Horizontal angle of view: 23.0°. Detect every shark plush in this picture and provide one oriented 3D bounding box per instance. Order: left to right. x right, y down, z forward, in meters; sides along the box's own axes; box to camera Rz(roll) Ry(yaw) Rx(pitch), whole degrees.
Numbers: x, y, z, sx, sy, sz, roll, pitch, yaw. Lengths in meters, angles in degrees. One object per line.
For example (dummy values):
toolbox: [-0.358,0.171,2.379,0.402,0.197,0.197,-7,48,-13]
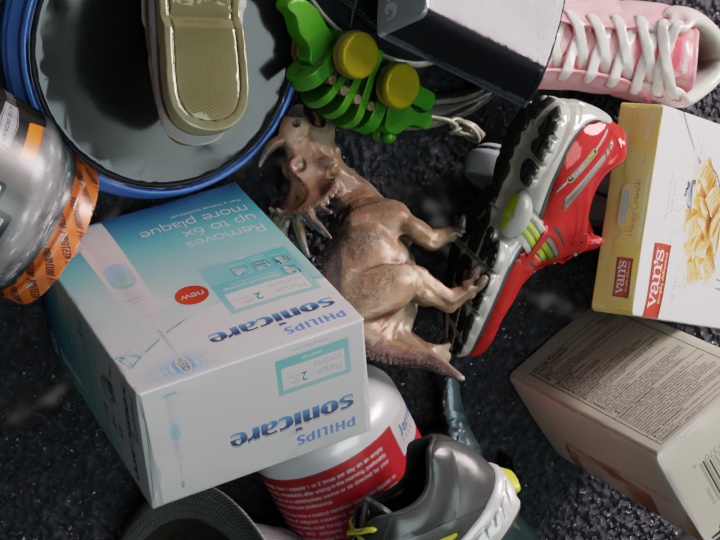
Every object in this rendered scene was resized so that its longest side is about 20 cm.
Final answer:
shark plush: [0.086,0.167,1.309,0.083,0.091,0.201,-33,98,-40]

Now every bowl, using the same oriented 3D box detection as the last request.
bowl: [-0.130,-0.144,1.132,0.199,0.039,0.203,-6,104,-23]

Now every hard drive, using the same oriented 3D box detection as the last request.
hard drive: [0.082,-0.221,1.150,0.134,0.042,0.202,22,64,-28]

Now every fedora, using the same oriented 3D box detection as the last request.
fedora: [-0.088,0.233,1.180,0.090,0.177,0.201,-4,128,-51]

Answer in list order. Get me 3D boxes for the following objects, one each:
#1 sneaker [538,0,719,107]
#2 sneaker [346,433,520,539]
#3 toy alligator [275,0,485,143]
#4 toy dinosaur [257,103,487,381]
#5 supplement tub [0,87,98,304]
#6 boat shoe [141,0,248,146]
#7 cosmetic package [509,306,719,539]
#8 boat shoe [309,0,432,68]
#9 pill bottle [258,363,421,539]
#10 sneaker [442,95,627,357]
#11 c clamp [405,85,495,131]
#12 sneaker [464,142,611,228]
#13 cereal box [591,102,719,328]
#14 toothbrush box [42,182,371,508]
sneaker: [0.170,-0.156,1.216,0.199,0.104,0.076,2,99,-35]
sneaker: [0.015,0.191,1.140,0.085,0.074,0.201,41,78,-19]
toy alligator: [0.009,-0.111,1.163,0.199,0.059,0.055,32,81,-40]
toy dinosaur: [0.000,0.000,1.160,0.134,0.202,0.086,4,145,-30]
supplement tub: [-0.262,-0.067,1.041,0.199,0.122,0.123,31,88,-28]
boat shoe: [-0.103,-0.176,1.076,0.074,0.068,0.202,8,77,-21]
cosmetic package: [0.207,0.102,1.255,0.103,0.200,0.088,-38,115,-11]
boat shoe: [-0.008,-0.210,1.144,0.200,0.062,0.075,47,70,-17]
pill bottle: [-0.008,0.138,1.211,0.112,0.112,0.201,-33,113,-15]
sneaker: [0.119,-0.019,1.187,0.084,0.077,0.201,15,119,-22]
c clamp: [0.069,-0.196,1.219,0.169,0.027,0.202,-2,102,-25]
sneaker: [0.159,-0.073,1.272,0.199,0.073,0.072,13,87,-36]
cereal box: [0.238,-0.033,1.263,0.199,0.039,0.146,7,91,-52]
toothbrush box: [-0.101,0.040,1.090,0.145,0.200,0.086,-17,124,-19]
